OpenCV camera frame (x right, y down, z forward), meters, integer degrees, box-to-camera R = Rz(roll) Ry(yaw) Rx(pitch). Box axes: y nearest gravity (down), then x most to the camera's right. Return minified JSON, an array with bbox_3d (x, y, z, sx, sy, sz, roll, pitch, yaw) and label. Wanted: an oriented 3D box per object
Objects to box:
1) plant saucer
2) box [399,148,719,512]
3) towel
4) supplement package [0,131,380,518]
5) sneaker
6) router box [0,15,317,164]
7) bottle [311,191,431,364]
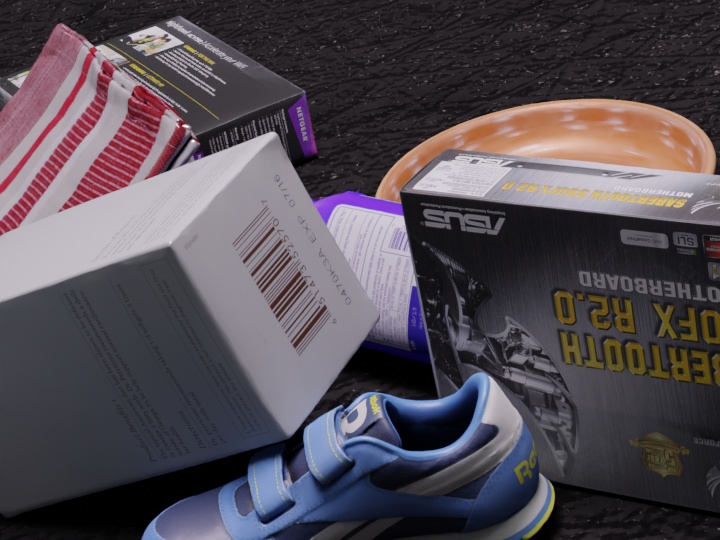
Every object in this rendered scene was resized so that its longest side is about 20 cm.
[{"bbox_3d":[0.109,-0.040,1.303,0.200,0.037,0.200,-9,28,5],"label":"plant saucer"},{"bbox_3d":[0.124,0.029,1.047,0.200,0.159,0.048,8,33,32],"label":"box"},{"bbox_3d":[-0.185,-0.063,1.377,0.144,0.023,0.200,-54,37,3],"label":"towel"},{"bbox_3d":[-0.114,0.030,1.125,0.200,0.117,0.117,-17,22,35],"label":"supplement package"},{"bbox_3d":[-0.012,0.100,1.056,0.200,0.082,0.074,-15,30,0],"label":"sneaker"},{"bbox_3d":[-0.141,-0.103,1.496,0.149,0.051,0.200,-22,30,-21],"label":"router box"},{"bbox_3d":[0.000,0.000,1.226,0.200,0.084,0.065,12,3,38],"label":"bottle"}]
